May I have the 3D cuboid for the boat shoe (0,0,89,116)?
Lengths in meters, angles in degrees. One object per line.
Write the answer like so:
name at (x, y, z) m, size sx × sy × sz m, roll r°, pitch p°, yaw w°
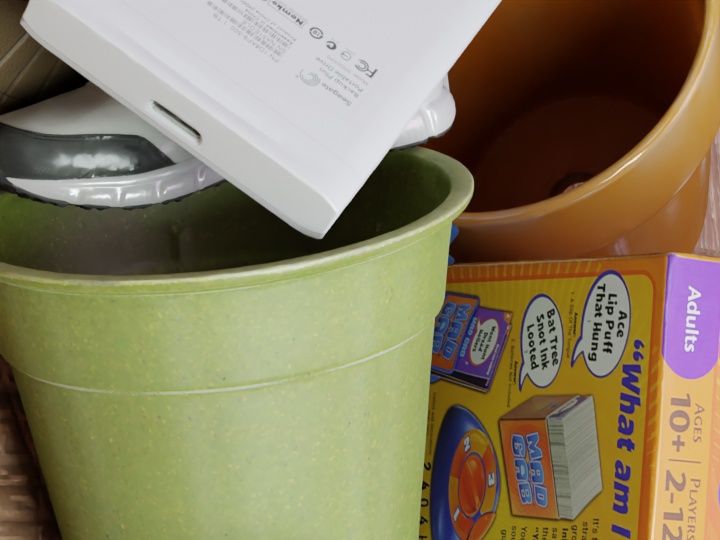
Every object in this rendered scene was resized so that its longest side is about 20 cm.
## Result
boat shoe at (-0.122, -0.094, 1.145) m, size 0.065 × 0.072 × 0.200 m, roll 50°, pitch 21°, yaw 24°

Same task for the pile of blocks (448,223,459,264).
pile of blocks at (0.000, 0.000, 1.262) m, size 0.082 × 0.062 × 0.201 m, roll -6°, pitch 118°, yaw -28°

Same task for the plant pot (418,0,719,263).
plant pot at (0.086, -0.071, 1.374) m, size 0.183 × 0.199 × 0.201 m, roll 56°, pitch 35°, yaw -58°

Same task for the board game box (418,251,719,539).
board game box at (0.129, 0.105, 1.186) m, size 0.199 × 0.199 × 0.202 m, roll 8°, pitch 84°, yaw -34°

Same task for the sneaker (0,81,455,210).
sneaker at (-0.058, -0.075, 1.126) m, size 0.199 × 0.074 × 0.081 m, roll -16°, pitch 112°, yaw -28°

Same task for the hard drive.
hard drive at (-0.020, -0.114, 1.089) m, size 0.132 × 0.027 × 0.200 m, roll 35°, pitch 49°, yaw 1°

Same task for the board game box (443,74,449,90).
board game box at (-0.035, -0.151, 1.223) m, size 0.200 × 0.034 × 0.135 m, roll 25°, pitch 53°, yaw -53°

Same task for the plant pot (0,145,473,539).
plant pot at (-0.049, 0.064, 1.124) m, size 0.200 × 0.199 × 0.191 m, roll -32°, pitch 122°, yaw -57°
